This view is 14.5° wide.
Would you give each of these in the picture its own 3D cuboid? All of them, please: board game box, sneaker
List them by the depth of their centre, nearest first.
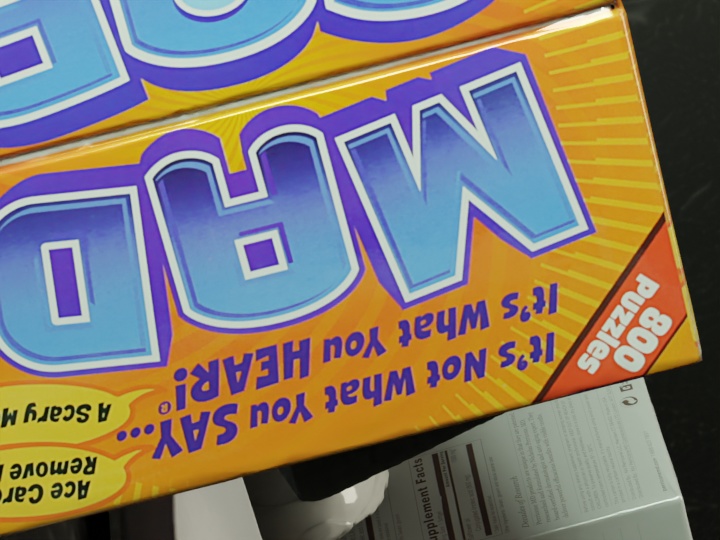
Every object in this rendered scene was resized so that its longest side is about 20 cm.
[{"bbox_3d":[-0.030,-0.073,0.809,0.200,0.199,0.200,-91,167,-73],"label":"board game box"},{"bbox_3d":[-0.047,0.048,1.264,0.200,0.078,0.100,-116,-179,-57],"label":"sneaker"}]

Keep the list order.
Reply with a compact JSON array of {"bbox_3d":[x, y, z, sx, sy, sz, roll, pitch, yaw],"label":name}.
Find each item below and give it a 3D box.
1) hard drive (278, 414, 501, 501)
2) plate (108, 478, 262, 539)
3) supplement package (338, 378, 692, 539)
[{"bbox_3d":[0.000,0.000,1.091,0.200,0.139,0.033,50,-19,52],"label":"hard drive"},{"bbox_3d":[-0.057,0.119,1.019,0.200,0.032,0.200,-101,176,-53],"label":"plate"},{"bbox_3d":[0.051,0.140,1.290,0.110,0.199,0.114,-100,174,-59],"label":"supplement package"}]
